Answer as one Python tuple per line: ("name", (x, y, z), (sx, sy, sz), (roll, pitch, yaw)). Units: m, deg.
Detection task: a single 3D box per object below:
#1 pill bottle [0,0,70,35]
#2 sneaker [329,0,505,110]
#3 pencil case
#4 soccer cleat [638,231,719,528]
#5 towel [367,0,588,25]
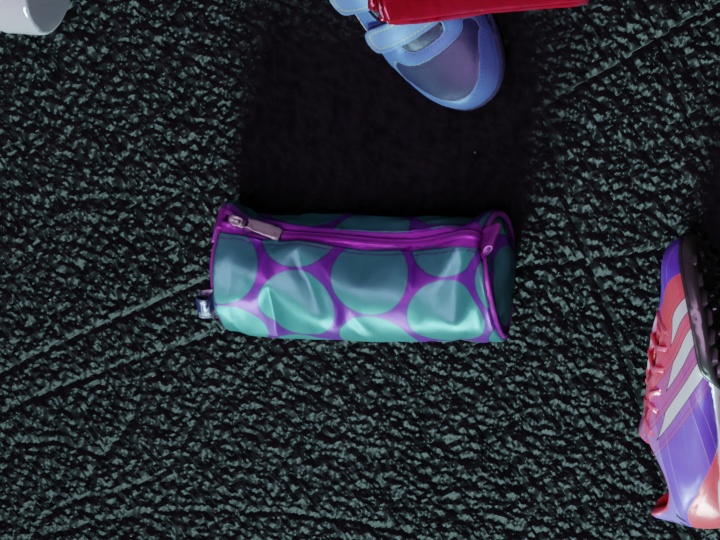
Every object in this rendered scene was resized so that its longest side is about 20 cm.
("pill bottle", (-0.288, -0.206, 1.730), (0.199, 0.114, 0.114), (7, 114, 15))
("sneaker", (0.015, -0.177, 1.662), (0.074, 0.082, 0.200), (-30, 102, 25))
("pencil case", (0.000, 0.000, 1.737), (0.199, 0.085, 0.093), (2, 141, 17))
("soccer cleat", (0.204, 0.073, 1.715), (0.073, 0.068, 0.201), (-4, 113, 24))
("towel", (0.073, -0.248, 1.601), (0.144, 0.022, 0.201), (-6, 108, -17))
